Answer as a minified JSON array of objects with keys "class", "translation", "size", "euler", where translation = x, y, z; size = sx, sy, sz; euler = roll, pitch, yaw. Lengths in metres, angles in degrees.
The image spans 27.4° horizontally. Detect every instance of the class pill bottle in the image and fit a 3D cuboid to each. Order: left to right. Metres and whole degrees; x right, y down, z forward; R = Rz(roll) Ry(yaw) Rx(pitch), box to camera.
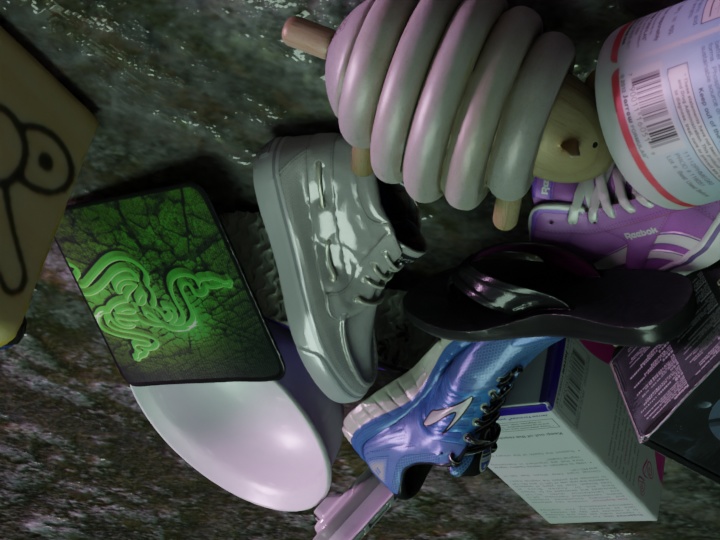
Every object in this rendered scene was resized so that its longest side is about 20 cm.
[{"class":"pill bottle","translation":[0.229,-0.105,0.754],"size":[0.200,0.109,0.109],"euler":[-16,138,41]}]

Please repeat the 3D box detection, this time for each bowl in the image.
[{"class":"bowl","translation":[-0.086,0.094,1.198],"size":[0.201,0.090,0.201],"euler":[24,141,21]}]

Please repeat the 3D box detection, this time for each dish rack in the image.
[{"class":"dish rack","translation":[0.016,0.177,1.239],"size":[0.044,0.172,0.200],"euler":[43,170,7]}]

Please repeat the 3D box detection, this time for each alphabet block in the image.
[{"class":"alphabet block","translation":[-0.325,-0.071,0.956],"size":[0.196,0.196,0.200],"euler":[-6,143,34]}]

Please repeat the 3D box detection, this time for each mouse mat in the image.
[{"class":"mouse mat","translation":[-0.149,0.016,1.103],"size":[0.200,0.008,0.161],"euler":[-6,113,46]}]

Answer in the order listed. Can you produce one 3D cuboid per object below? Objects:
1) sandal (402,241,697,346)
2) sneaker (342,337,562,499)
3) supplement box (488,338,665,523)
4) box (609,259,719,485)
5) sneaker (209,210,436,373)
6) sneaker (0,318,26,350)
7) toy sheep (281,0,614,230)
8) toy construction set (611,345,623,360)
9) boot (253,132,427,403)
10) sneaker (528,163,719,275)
[{"class":"sandal","translation":[0.115,0.007,0.937],"size":[0.200,0.075,0.048],"euler":[1,126,34]},{"class":"sneaker","translation":[0.079,0.092,1.028],"size":[0.079,0.089,0.200],"euler":[-6,149,-51]},{"class":"supplement box","translation":[0.154,0.111,1.147],"size":[0.103,0.101,0.200],"euler":[-10,142,35]},{"class":"box","translation":[0.287,0.047,0.919],"size":[0.164,0.086,0.200],"euler":[28,116,-22]},{"class":"sneaker","translation":[-0.037,0.026,1.119],"size":[0.200,0.070,0.100],"euler":[29,163,-11]},{"class":"sneaker","translation":[-0.376,0.020,1.256],"size":[0.200,0.075,0.078],"euler":[20,159,5]},{"class":"toy sheep","translation":[0.048,-0.098,0.825],"size":[0.200,0.138,0.138],"euler":[17,150,7]},{"class":"toy construction set","translation":[0.251,0.064,1.052],"size":[0.131,0.092,0.200],"euler":[-5,134,29]},{"class":"boot","translation":[0.000,0.000,1.000],"size":[0.095,0.074,0.200],"euler":[-6,117,24]},{"class":"sneaker","translation":[0.168,-0.046,0.914],"size":[0.114,0.073,0.200],"euler":[23,148,-10]}]
